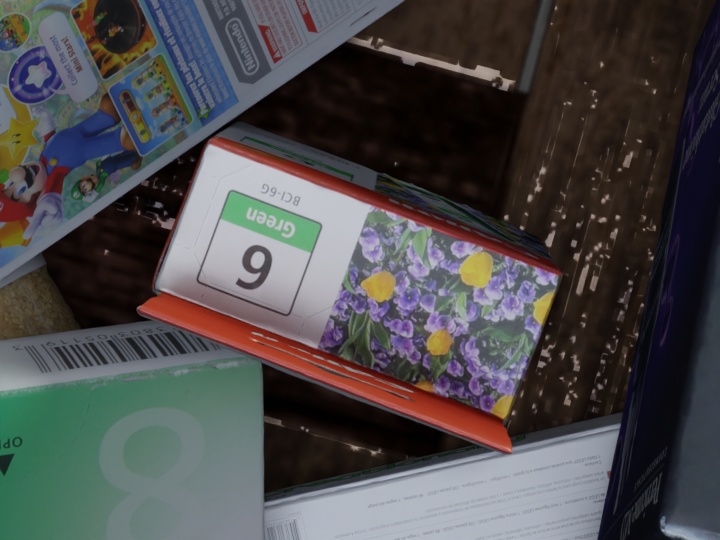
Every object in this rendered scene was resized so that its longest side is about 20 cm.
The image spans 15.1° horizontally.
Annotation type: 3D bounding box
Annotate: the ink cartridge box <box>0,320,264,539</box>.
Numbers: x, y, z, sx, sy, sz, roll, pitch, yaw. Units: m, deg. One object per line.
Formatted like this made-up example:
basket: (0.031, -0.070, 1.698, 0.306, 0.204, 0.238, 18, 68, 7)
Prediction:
ink cartridge box: (-0.110, 0.119, 0.819, 0.161, 0.050, 0.200, -8, 110, -20)

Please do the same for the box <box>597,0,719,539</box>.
box: (0.141, 0.009, 0.784, 0.104, 0.148, 0.200, 13, 72, 0)

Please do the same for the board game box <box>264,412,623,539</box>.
board game box: (0.071, 0.114, 0.875, 0.200, 0.035, 0.126, -12, 92, 2)

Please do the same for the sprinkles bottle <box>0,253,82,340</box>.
sprinkles bottle: (-0.151, -0.028, 0.854, 0.068, 0.068, 0.200, -29, 93, 2)

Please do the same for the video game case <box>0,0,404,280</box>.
video game case: (-0.073, -0.089, 0.786, 0.200, 0.018, 0.143, -36, 136, -13)

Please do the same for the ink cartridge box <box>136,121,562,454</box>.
ink cartridge box: (0.000, 0.000, 0.787, 0.109, 0.200, 0.050, 21, 95, -1)
